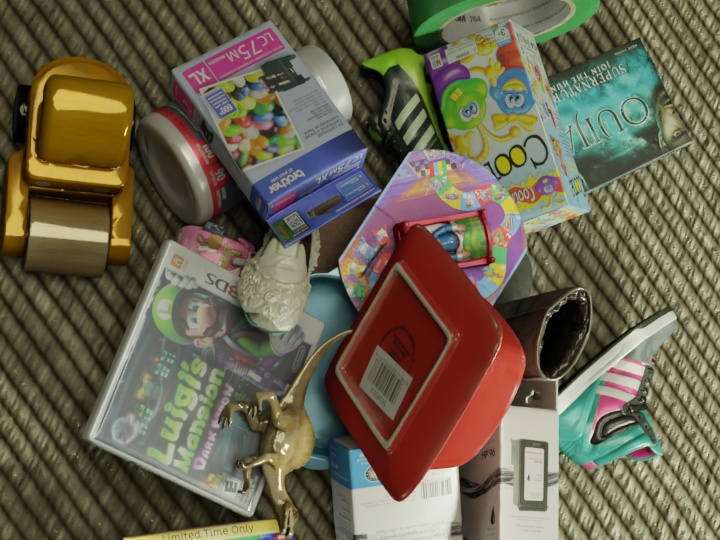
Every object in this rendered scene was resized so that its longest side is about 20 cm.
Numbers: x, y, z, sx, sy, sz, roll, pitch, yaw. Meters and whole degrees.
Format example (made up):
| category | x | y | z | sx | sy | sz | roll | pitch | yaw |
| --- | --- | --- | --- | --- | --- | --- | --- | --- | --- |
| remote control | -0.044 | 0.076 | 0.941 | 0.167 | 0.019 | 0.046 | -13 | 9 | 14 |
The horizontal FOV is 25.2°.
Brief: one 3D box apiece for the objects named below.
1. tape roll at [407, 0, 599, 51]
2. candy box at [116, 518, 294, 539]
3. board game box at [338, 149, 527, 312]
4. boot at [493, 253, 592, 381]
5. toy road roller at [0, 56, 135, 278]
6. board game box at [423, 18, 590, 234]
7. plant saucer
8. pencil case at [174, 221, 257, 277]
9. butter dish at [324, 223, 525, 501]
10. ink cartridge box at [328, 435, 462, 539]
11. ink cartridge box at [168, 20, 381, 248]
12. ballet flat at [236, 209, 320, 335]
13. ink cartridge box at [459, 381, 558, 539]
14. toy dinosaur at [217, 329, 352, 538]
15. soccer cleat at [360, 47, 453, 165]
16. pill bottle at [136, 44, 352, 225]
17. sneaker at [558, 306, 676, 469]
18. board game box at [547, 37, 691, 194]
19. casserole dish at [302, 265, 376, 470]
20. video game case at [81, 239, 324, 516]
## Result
| category | x | y | z | sx | sy | sz | roll | pitch | yaw |
| --- | --- | --- | --- | --- | --- | --- | --- | --- | --- |
| tape roll | 0.149 | -0.281 | 1.687 | 0.198 | 0.200 | 0.049 | -7 | 79 | -20 |
| candy box | -0.137 | 0.341 | 1.508 | 0.167 | 0.077 | 0.203 | -5 | 78 | -19 |
| board game box | 0.080 | -0.020 | 1.583 | 0.157 | 0.039 | 0.201 | 36 | 78 | -9 |
| boot | 0.167 | 0.037 | 1.617 | 0.072 | 0.200 | 0.184 | 21 | 71 | -12 |
| toy road roller | -0.271 | -0.104 | 1.530 | 0.121 | 0.146 | 0.203 | 5 | 75 | -17 |
| board game box | 0.154 | -0.143 | 1.688 | 0.102 | 0.105 | 0.203 | -20 | 82 | 19 |
| plant saucer | 0.000 | 0.000 | 1.659 | 0.198 | 0.037 | 0.203 | 5 | 75 | -17 |
| pencil case | -0.160 | 0.058 | 1.562 | 0.082 | 0.086 | 0.203 | 19 | 75 | -21 |
| butter dish | 0.084 | 0.095 | 1.512 | 0.147 | 0.200 | 0.201 | 17 | 113 | -36 |
| ink cartridge box | 0.037 | 0.261 | 1.575 | 0.114 | 0.068 | 0.203 | -6 | 96 | -19 |
| ink cartridge box | -0.079 | -0.131 | 1.521 | 0.119 | 0.042 | 0.201 | -30 | 75 | -22 |
| ballet flat | -0.074 | -0.014 | 1.530 | 0.071 | 0.201 | 0.073 | 2 | 117 | 4 |
| ink cartridge box | 0.145 | 0.204 | 1.607 | 0.067 | 0.116 | 0.203 | 7 | 74 | -18 |
| toy dinosaur | -0.076 | 0.142 | 1.504 | 0.100 | 0.058 | 0.203 | 19 | 82 | -41 |
| soccer cleat | 0.052 | -0.135 | 1.699 | 0.080 | 0.068 | 0.203 | -13 | 78 | -7 |
| pill bottle | -0.111 | -0.142 | 1.608 | 0.199 | 0.120 | 0.120 | -32 | 89 | -23 |
| sneaker | 0.285 | 0.138 | 1.695 | 0.199 | 0.084 | 0.121 | -39 | 86 | -15 |
| board game box | 0.259 | -0.162 | 1.789 | 0.198 | 0.028 | 0.137 | -25 | 85 | -22 |
| casserole dish | -0.030 | 0.095 | 1.600 | 0.120 | 0.039 | 0.203 | 13 | 91 | -11 |
| video game case | -0.142 | 0.101 | 1.504 | 0.181 | 0.023 | 0.202 | 29 | 71 | -23 |
